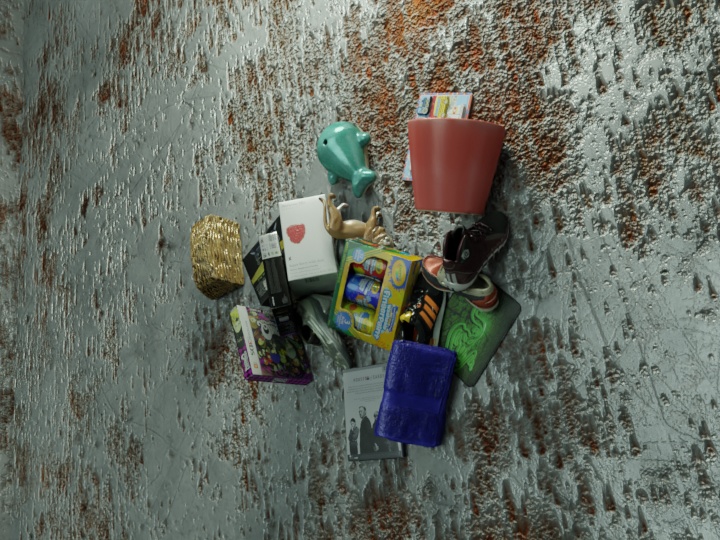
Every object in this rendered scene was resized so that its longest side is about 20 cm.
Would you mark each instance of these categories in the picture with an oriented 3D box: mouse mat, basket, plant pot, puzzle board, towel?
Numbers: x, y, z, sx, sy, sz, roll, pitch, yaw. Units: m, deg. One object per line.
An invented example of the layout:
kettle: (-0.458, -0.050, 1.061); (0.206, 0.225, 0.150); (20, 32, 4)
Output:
mouse mat: (0.224, 0.112, 1.500); (0.161, 0.007, 0.202); (43, 112, 40)
basket: (-0.427, -0.036, 2.062); (0.148, 0.141, 0.204); (-23, 66, 37)
plant pot: (0.187, -0.206, 1.489); (0.198, 0.198, 0.181); (8, 96, 44)
puzzle board: (0.167, -0.295, 1.634); (0.149, 0.017, 0.204); (12, 90, 45)
towel: (0.115, 0.249, 1.481); (0.049, 0.145, 0.204); (-169, 90, -75)

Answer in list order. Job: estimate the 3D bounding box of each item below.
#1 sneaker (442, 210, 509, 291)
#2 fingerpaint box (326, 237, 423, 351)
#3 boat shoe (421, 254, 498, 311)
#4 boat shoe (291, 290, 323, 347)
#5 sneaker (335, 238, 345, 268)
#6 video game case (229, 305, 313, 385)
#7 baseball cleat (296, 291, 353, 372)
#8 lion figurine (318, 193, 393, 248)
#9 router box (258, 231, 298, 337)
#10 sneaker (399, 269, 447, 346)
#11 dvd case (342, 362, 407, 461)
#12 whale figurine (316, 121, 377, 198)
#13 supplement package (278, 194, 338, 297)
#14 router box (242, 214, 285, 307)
sneaker: (0.220, -0.065, 1.417); (0.075, 0.116, 0.201); (18, 61, 34)
fingerpaint box: (0.030, 0.050, 1.600); (0.164, 0.073, 0.204); (19, 103, 24)
boat shoe: (0.195, 0.013, 1.487); (0.071, 0.063, 0.199); (-45, 48, -13)
boat shoe: (-0.139, 0.099, 1.813); (0.072, 0.060, 0.203); (-49, 52, 25)
sneaker: (0.000, 0.000, 1.700); (0.087, 0.074, 0.204); (-18, 77, 33)
video game case: (-0.214, 0.182, 1.772); (0.036, 0.198, 0.184); (-35, 58, 30)
baseball cleat: (-0.062, 0.135, 1.727); (0.201, 0.106, 0.070); (52, 151, 7)
lion figurine: (-0.015, -0.093, 1.683); (0.196, 0.073, 0.125); (13, 74, 5)
router box: (-0.195, 0.035, 1.746); (0.050, 0.150, 0.203); (-12, 59, -4)
sneaker: (0.124, 0.086, 1.537); (0.069, 0.089, 0.204); (-3, 76, 47)
dvd case: (0.029, 0.312, 1.620); (0.148, 0.025, 0.204); (-13, 73, 35)
whale figurine: (-0.036, -0.269, 1.763); (0.159, 0.103, 0.202); (-46, 54, 26)
supplement package: (-0.121, -0.058, 1.759); (0.119, 0.120, 0.204); (-10, 70, 0)
router box: (-0.213, -0.029, 1.917); (0.200, 0.052, 0.159); (-46, 54, 27)
